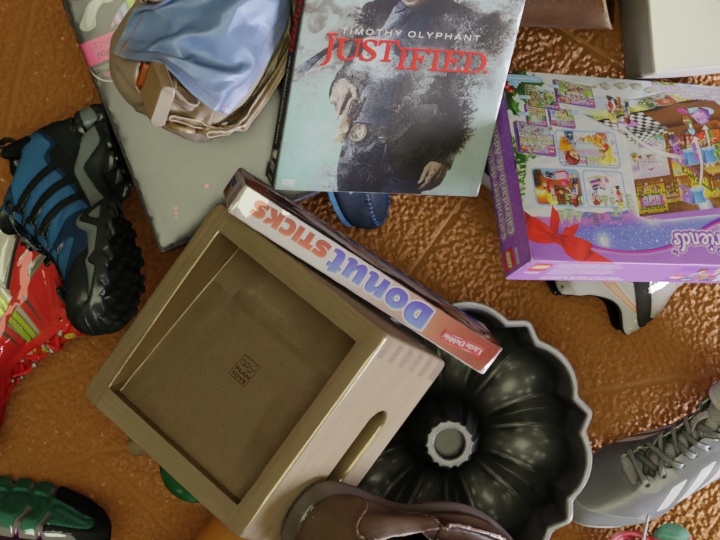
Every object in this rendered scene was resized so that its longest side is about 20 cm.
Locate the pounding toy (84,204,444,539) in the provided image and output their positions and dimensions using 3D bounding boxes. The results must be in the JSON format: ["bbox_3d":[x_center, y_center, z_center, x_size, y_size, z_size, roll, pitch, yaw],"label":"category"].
[{"bbox_3d":[-0.076,0.085,1.155,0.184,0.142,0.200,38,95,28],"label":"pounding toy"}]

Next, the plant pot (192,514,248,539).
[{"bbox_3d":[-0.085,0.275,1.193,0.200,0.200,0.183,25,77,-2],"label":"plant pot"}]

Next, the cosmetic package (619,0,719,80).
[{"bbox_3d":[0.222,-0.235,1.195,0.085,0.108,0.200,-7,96,-2],"label":"cosmetic package"}]

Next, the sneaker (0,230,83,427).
[{"bbox_3d":[-0.236,0.042,1.223,0.085,0.077,0.200,16,94,-7],"label":"sneaker"}]

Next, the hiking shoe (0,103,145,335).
[{"bbox_3d":[-0.196,-0.025,1.152,0.087,0.200,0.074,-17,133,4],"label":"hiking shoe"}]

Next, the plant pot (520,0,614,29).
[{"bbox_3d":[0.063,-0.246,1.170,0.200,0.187,0.187,-5,94,12],"label":"plant pot"}]

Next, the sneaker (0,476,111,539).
[{"bbox_3d":[-0.276,0.197,1.242,0.200,0.074,0.088,8,107,8],"label":"sneaker"}]

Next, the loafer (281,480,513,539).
[{"bbox_3d":[0.037,0.193,1.121,0.200,0.071,0.073,16,106,-41],"label":"loafer"}]

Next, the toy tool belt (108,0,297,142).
[{"bbox_3d":[-0.087,-0.180,1.080,0.125,0.123,0.200,23,90,-6],"label":"toy tool belt"}]

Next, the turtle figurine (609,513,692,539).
[{"bbox_3d":[0.224,0.257,1.230,0.150,0.101,0.200,-1,103,-18],"label":"turtle figurine"}]

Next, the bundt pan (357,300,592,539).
[{"bbox_3d":[0.062,0.117,1.230,0.202,0.076,0.202,0,94,0],"label":"bundt pan"}]

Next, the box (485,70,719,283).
[{"bbox_3d":[0.182,-0.062,1.180,0.200,0.039,0.137,2,70,-25],"label":"box"}]

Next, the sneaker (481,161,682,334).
[{"bbox_3d":[0.140,-0.028,1.225,0.200,0.074,0.080,34,95,-3],"label":"sneaker"}]

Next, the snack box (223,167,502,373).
[{"bbox_3d":[0.000,0.000,1.132,0.200,0.072,0.024,33,96,-13],"label":"snack box"}]

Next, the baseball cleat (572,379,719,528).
[{"bbox_3d":[0.234,0.116,1.221,0.200,0.106,0.070,-20,50,-7],"label":"baseball cleat"}]

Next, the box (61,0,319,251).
[{"bbox_3d":[-0.115,-0.127,1.197,0.122,0.106,0.200,-22,94,0],"label":"box"}]

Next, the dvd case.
[{"bbox_3d":[0.025,-0.137,1.101,0.146,0.022,0.200,2,123,-16],"label":"dvd case"}]

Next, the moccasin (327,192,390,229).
[{"bbox_3d":[0.007,-0.108,1.174,0.068,0.081,0.200,2,133,12],"label":"moccasin"}]
